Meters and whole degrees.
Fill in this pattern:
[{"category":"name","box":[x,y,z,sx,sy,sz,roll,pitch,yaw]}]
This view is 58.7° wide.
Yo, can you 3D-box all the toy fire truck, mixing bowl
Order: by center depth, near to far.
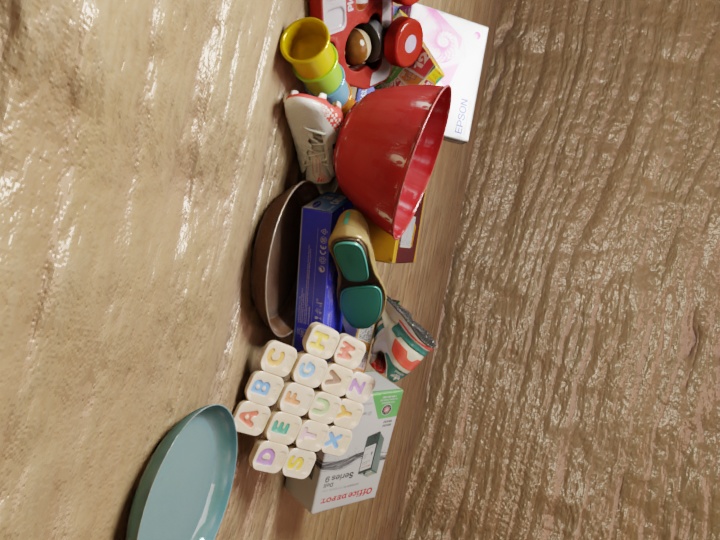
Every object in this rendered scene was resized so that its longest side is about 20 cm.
[{"category":"mixing bowl","box":[0.032,-0.151,0.815,0.200,0.107,0.202,21,90,-80]},{"category":"toy fire truck","box":[-0.006,-0.337,0.842,0.167,0.112,0.202,-32,139,-36]}]

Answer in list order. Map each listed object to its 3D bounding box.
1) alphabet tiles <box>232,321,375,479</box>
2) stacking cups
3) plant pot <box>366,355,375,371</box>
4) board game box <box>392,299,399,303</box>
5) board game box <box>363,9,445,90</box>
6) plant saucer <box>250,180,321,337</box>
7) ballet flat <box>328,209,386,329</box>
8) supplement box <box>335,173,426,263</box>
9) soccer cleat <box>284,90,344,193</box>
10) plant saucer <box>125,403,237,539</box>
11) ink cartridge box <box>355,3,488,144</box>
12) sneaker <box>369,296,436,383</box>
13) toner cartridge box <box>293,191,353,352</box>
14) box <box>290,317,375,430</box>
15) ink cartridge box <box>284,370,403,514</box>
[{"category":"alphabet tiles","box":[-0.066,0.173,0.838,0.195,0.015,0.202,28,86,-38]},{"category":"stacking cups","box":[-0.045,-0.232,0.809,0.200,0.060,0.061,55,47,-71]},{"category":"plant pot","box":[-0.021,0.215,1.166,0.201,0.092,0.204,10,90,-75]},{"category":"board game box","box":[-0.002,0.073,1.115,0.200,0.104,0.024,-32,135,-71]},{"category":"board game box","box":[0.054,-0.311,0.952,0.030,0.095,0.201,30,29,-36]},{"category":"plant saucer","box":[-0.094,-0.017,0.823,0.200,0.034,0.203,11,90,-77]},{"category":"ballet flat","box":[0.000,0.000,0.840,0.201,0.068,0.064,84,9,-52]},{"category":"supplement box","box":[0.024,-0.120,1.017,0.200,0.131,0.200,-4,103,-76]},{"category":"soccer cleat","box":[-0.054,-0.159,0.820,0.200,0.068,0.086,55,46,-76]},{"category":"plant saucer","box":[-0.184,0.236,0.662,0.200,0.027,0.203,10,90,-76]},{"category":"ink cartridge box","box":[0.102,-0.329,1.057,0.043,0.198,0.199,-169,-91,-72]},{"category":"sneaker","box":[0.038,0.098,0.958,0.094,0.070,0.200,-52,-157,3]},{"category":"toner cartridge box","box":[-0.050,0.004,0.861,0.095,0.043,0.202,-50,148,-66]},{"category":"box","box":[-0.049,0.149,0.952,0.041,0.118,0.202,28,70,-42]},{"category":"ink cartridge box","box":[-0.027,0.275,1.042,0.145,0.084,0.202,3,105,-42]}]
